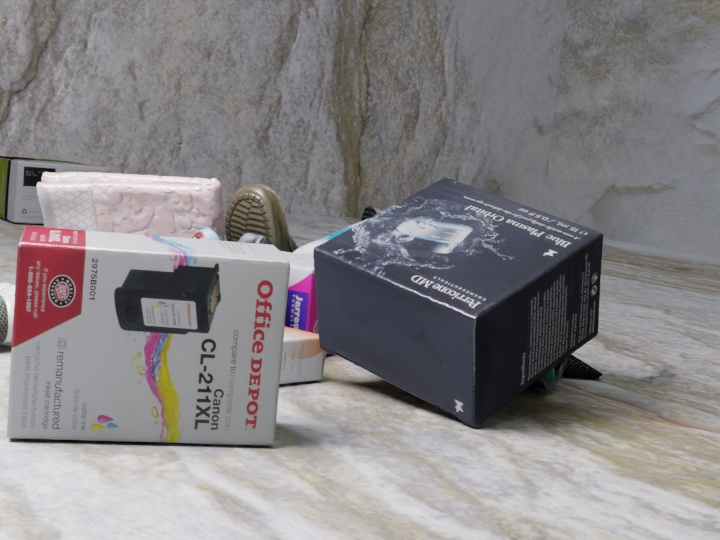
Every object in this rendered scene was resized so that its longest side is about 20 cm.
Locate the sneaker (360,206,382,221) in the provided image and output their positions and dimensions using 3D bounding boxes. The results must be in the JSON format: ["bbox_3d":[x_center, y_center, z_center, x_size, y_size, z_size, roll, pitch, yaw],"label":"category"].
[{"bbox_3d":[0.073,-0.122,3.076,0.093,0.071,0.199,22,-4,-27],"label":"sneaker"}]

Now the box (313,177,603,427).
[{"bbox_3d":[0.093,0.020,1.079,0.196,0.118,0.199,23,39,37],"label":"box"}]

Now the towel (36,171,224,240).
[{"bbox_3d":[-0.234,-0.010,1.201,0.189,0.201,0.032,3,36,2],"label":"towel"}]

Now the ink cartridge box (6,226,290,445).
[{"bbox_3d":[-0.159,0.049,0.869,0.198,0.147,0.083,3,8,-14],"label":"ink cartridge box"}]

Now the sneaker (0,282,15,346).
[{"bbox_3d":[-0.420,0.034,1.144,0.199,0.078,0.091,8,11,37],"label":"sneaker"}]

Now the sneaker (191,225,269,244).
[{"bbox_3d":[-0.169,0.004,1.131,0.199,0.097,0.079,-11,14,-44],"label":"sneaker"}]

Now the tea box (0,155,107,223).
[{"bbox_3d":[-0.687,-0.175,2.514,0.199,0.135,0.196,2,8,-33],"label":"tea box"}]

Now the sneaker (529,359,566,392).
[{"bbox_3d":[0.140,0.082,1.166,0.199,0.085,0.120,2,-2,-41],"label":"sneaker"}]

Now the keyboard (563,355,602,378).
[{"bbox_3d":[0.208,0.086,1.354,0.103,0.040,0.200,5,5,-10],"label":"keyboard"}]

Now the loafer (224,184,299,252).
[{"bbox_3d":[-0.115,-0.029,1.399,0.076,0.201,0.068,19,45,21],"label":"loafer"}]

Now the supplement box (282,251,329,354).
[{"bbox_3d":[-0.113,0.030,1.296,0.198,0.102,0.103,8,7,29],"label":"supplement box"}]

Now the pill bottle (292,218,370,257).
[{"bbox_3d":[0.000,0.000,1.407,0.110,0.112,0.200,9,19,32],"label":"pill bottle"}]

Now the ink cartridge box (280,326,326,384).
[{"bbox_3d":[-0.157,0.074,1.103,0.161,0.051,0.199,11,5,44],"label":"ink cartridge box"}]
